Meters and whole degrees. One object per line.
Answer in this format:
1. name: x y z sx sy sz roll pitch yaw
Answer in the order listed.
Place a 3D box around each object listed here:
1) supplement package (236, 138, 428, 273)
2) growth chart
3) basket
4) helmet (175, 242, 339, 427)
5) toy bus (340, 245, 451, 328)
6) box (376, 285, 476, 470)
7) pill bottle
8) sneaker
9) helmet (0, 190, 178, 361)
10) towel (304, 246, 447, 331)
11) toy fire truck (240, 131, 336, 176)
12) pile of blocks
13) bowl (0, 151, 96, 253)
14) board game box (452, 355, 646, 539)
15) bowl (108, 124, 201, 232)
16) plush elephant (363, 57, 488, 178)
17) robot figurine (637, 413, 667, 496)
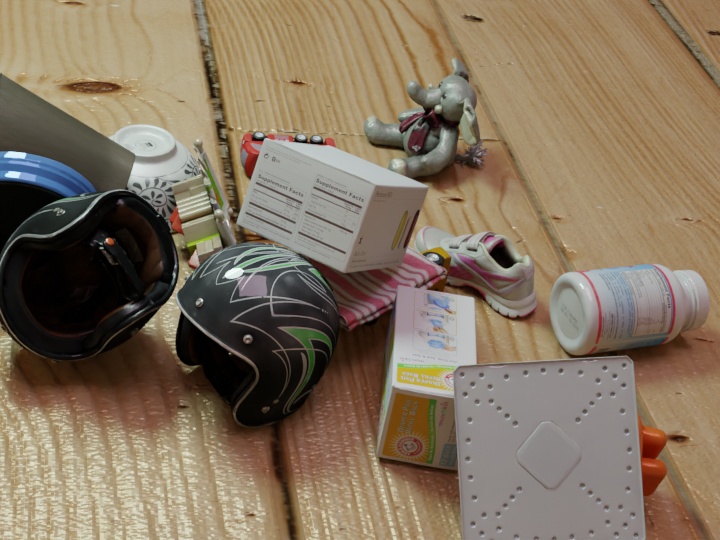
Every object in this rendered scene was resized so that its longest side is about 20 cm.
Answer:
1. supplement package: -0.029 -0.080 1.584 0.154 0.112 0.200 23 11 19
2. growth chart: -0.190 -0.083 1.754 0.018 0.146 0.201 -21 38 -1
3. basket: -0.406 -0.134 1.691 0.198 0.183 0.136 21 1 -15
4. helmet: -0.120 0.062 1.509 0.197 0.193 0.201 7 34 -5
5. toy bus: 0.027 0.015 1.727 0.198 0.066 0.078 -20 43 -35
6. box: 0.080 0.125 1.543 0.100 0.114 0.201 10 33 -3
7. pill bottle: 0.361 0.049 1.730 0.197 0.110 0.109 -5 38 -22
8. sneaker: 0.165 -0.020 1.791 0.198 0.089 0.081 27 38 23
9. helmet: -0.330 0.008 1.520 0.189 0.201 0.201 -24 22 29
10. towel: 0.000 0.000 1.658 0.146 0.030 0.199 33 41 30
11. toy fire truck: -0.080 -0.148 1.940 0.197 0.049 0.142 3 36 -11
12. pile of blocks: -0.220 -0.048 1.745 0.061 0.083 0.201 -17 47 -3
13. bowl: -0.425 -0.072 1.623 0.197 0.201 0.040 5 57 -8
14. board game box: 0.203 0.200 1.405 0.197 0.203 0.026 -3 -5 -1
15. bowl: -0.309 -0.145 1.837 0.198 0.095 0.202 7 34 -5
16. plush elephant: 0.120 -0.240 2.027 0.197 0.157 0.166 1 36 -13
17. robot figurine: 0.246 0.205 1.474 0.197 0.146 0.117 11 5 0
